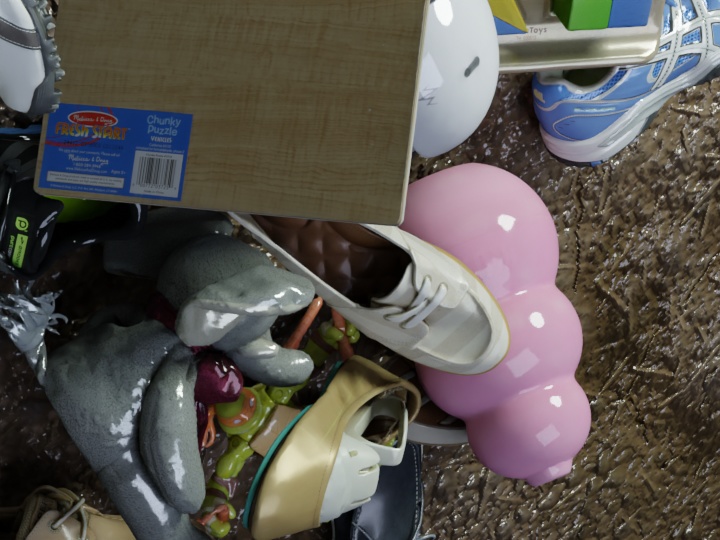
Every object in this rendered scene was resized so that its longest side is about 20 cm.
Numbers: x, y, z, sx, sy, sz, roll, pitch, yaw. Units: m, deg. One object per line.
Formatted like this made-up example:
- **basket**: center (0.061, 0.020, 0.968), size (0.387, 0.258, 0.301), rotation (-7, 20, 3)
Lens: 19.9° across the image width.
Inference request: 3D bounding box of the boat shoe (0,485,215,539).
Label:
- **boat shoe**: center (-0.182, 0.163, 1.203), size (0.199, 0.071, 0.065), rotation (-5, 112, -8)

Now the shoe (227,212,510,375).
- **shoe**: center (0.000, 0.000, 1.203), size (0.070, 0.200, 0.053), rotation (-54, -179, 17)

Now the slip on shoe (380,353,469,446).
- **slip on shoe**: center (0.066, 0.081, 1.372), size (0.061, 0.076, 0.200), rotation (-49, 165, 33)

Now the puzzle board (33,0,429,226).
- **puzzle board**: center (-0.064, -0.104, 1.044), size (0.017, 0.199, 0.151), rotation (22, 74, -71)

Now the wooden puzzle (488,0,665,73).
- **wooden puzzle**: center (0.109, -0.207, 1.210), size (0.185, 0.046, 0.201), rotation (-5, 121, -15)

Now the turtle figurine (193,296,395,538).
- **turtle figurine**: center (-0.055, 0.111, 1.314), size (0.200, 0.064, 0.161), rotation (-59, 144, -3)

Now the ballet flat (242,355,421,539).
- **ballet flat**: center (-0.009, 0.101, 1.187), size (0.200, 0.063, 0.069), rotation (-53, 158, -63)

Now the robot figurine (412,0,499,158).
- **robot figurine**: center (-0.025, -0.111, 1.108), size (0.125, 0.199, 0.151), rotation (24, 58, -71)

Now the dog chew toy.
- **dog chew toy**: center (0.081, 0.037, 1.280), size (0.124, 0.201, 0.125), rotation (-21, 171, -3)

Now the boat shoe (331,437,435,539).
- **boat shoe**: center (0.013, 0.190, 1.426), size (0.074, 0.062, 0.201), rotation (-6, 120, -34)

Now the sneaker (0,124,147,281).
- **sneaker**: center (-0.200, -0.036, 1.081), size (0.199, 0.083, 0.071), rotation (-7, 122, -36)

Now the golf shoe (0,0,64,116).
- **golf shoe**: center (-0.216, -0.150, 1.002), size (0.094, 0.078, 0.200), rotation (-32, 122, -14)

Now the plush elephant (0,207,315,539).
- **plush elephant**: center (-0.098, 0.046, 1.159), size (0.155, 0.165, 0.200), rotation (-31, 125, -5)

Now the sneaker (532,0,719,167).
- **sneaker**: center (0.191, -0.154, 1.327), size (0.200, 0.076, 0.077), rotation (-46, 141, -7)
